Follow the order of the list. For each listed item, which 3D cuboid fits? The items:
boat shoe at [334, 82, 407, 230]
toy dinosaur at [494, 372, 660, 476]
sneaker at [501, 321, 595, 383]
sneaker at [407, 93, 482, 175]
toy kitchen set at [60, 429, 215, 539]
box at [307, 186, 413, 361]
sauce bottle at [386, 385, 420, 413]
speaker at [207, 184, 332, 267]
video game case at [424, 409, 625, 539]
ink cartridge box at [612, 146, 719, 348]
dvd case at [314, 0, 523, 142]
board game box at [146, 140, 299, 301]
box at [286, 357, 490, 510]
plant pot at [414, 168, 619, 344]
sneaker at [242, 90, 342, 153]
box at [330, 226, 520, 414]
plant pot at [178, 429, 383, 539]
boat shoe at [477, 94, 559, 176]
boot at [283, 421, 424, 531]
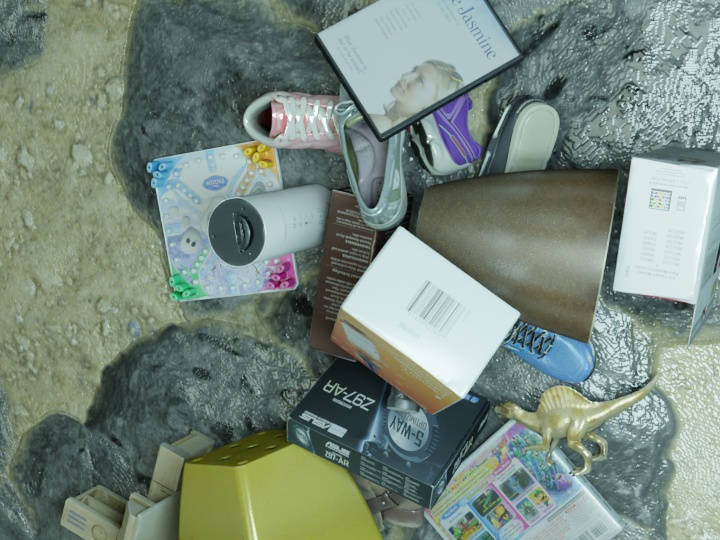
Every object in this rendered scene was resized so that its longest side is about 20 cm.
[{"bbox_3d":[0.011,-0.148,1.193,0.074,0.065,0.203,-9,73,14],"label":"boat shoe"},{"bbox_3d":[0.250,0.178,1.201,0.199,0.058,0.102,-11,99,22],"label":"toy dinosaur"},{"bbox_3d":[0.180,0.070,1.215,0.199,0.089,0.079,33,112,14],"label":"sneaker"},{"bbox_3d":[0.086,-0.208,1.230,0.083,0.081,0.201,-16,80,-15],"label":"sneaker"},{"bbox_3d":[-0.336,0.315,1.465,0.180,0.163,0.201,23,108,20],"label":"toy kitchen set"},{"bbox_3d":[0.000,0.000,1.282,0.075,0.100,0.201,17,107,22],"label":"box"},{"bbox_3d":[0.065,0.068,1.247,0.066,0.066,0.201,7,80,24],"label":"sauce bottle"},{"bbox_3d":[-0.099,-0.057,1.261,0.081,0.200,0.082,5,101,24],"label":"speaker"},{"bbox_3d":[0.193,0.300,1.289,0.182,0.024,0.200,48,116,10],"label":"video game case"},{"bbox_3d":[0.322,-0.031,1.065,0.083,0.200,0.177,11,103,24],"label":"ink cartridge box"},{"bbox_3d":[0.068,-0.251,1.182,0.199,0.018,0.143,-31,83,-12],"label":"dvd case"},{"bbox_3d":[-0.189,-0.063,1.402,0.199,0.026,0.201,-6,97,26],"label":"board game box"},{"bbox_3d":[0.035,0.181,1.265,0.199,0.160,0.044,23,133,21],"label":"box"},{"bbox_3d":[0.163,-0.031,1.129,0.199,0.187,0.188,10,104,12],"label":"plant pot"},{"bbox_3d":[-0.051,-0.179,1.272,0.199,0.105,0.076,6,100,23],"label":"sneaker"},{"bbox_3d":[0.061,0.061,1.112,0.152,0.200,0.107,36,77,4],"label":"box"},{"bbox_3d":[-0.114,0.304,1.305,0.199,0.199,0.177,-8,97,50],"label":"plant pot"},{"bbox_3d":[0.170,-0.109,1.216,0.063,0.072,0.201,-122,45,-55],"label":"boat shoe"},{"bbox_3d":[-0.006,0.264,1.349,0.199,0.070,0.147,-3,105,40],"label":"boot"}]
